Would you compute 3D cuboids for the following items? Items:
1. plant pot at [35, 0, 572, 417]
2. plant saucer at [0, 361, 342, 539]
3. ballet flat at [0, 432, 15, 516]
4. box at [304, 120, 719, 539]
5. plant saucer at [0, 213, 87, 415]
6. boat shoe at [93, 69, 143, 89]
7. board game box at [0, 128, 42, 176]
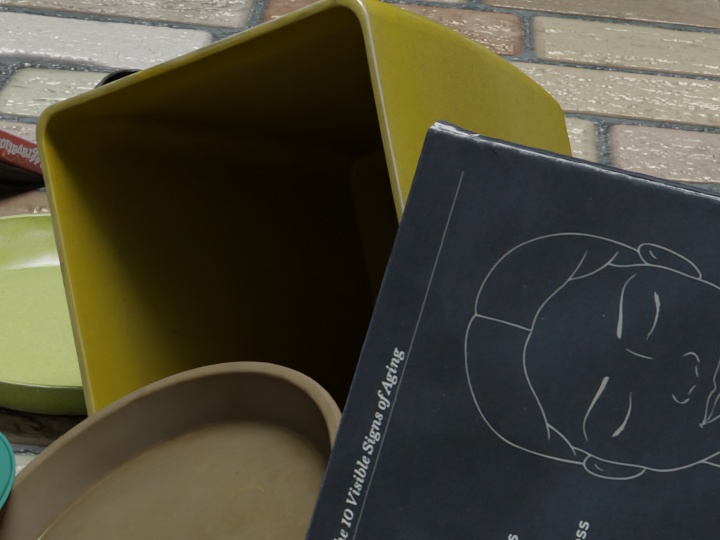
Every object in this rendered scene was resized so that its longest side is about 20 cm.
[{"bbox_3d":[0.000,0.000,1.016,0.200,0.200,0.176,-16,-6,39],"label":"plant pot"},{"bbox_3d":[-0.086,0.117,0.888,0.200,0.029,0.200,-25,32,16],"label":"plant saucer"},{"bbox_3d":[-0.218,0.126,0.898,0.068,0.072,0.200,49,44,-8],"label":"ballet flat"},{"bbox_3d":[0.102,0.072,0.794,0.196,0.200,0.124,17,0,34],"label":"box"},{"bbox_3d":[-0.149,0.025,1.166,0.199,0.031,0.200,4,25,-2],"label":"plant saucer"},{"bbox_3d":[-0.109,-0.049,1.224,0.073,0.063,0.201,-1,27,-18],"label":"boat shoe"},{"bbox_3d":[-0.262,-0.092,1.288,0.103,0.019,0.200,17,-2,26],"label":"board game box"}]
